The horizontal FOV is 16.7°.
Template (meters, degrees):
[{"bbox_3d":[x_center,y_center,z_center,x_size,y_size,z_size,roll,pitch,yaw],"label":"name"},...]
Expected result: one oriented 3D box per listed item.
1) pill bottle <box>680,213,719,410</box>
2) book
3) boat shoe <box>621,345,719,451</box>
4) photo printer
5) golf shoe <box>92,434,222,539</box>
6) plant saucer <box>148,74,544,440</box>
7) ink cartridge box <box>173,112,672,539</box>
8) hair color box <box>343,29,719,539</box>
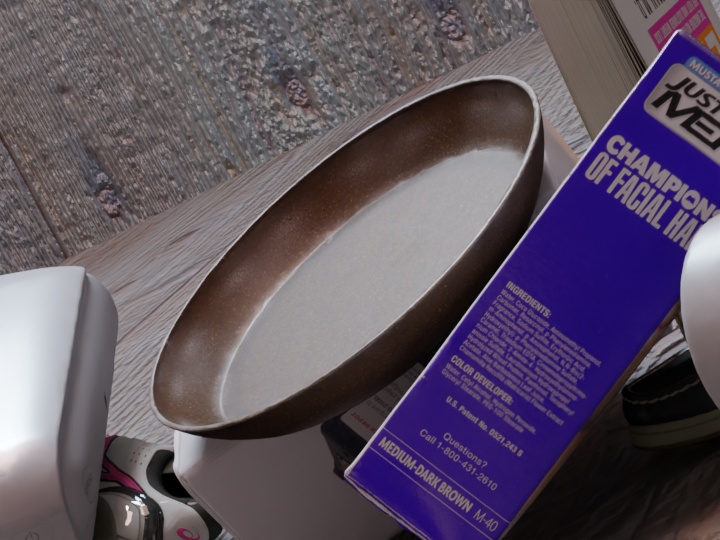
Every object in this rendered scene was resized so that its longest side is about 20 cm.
[{"bbox_3d":[0.204,-0.004,0.774,0.200,0.113,0.113,-20,11,43],"label":"pill bottle"},{"bbox_3d":[0.144,-0.079,1.124,0.048,0.200,0.134,-24,9,29],"label":"book"},{"bbox_3d":[0.184,0.002,0.967,0.200,0.065,0.073,-30,10,-7],"label":"boat shoe"},{"bbox_3d":[-0.201,0.083,1.161,0.166,0.070,0.200,-11,30,6],"label":"photo printer"},{"bbox_3d":[-0.116,0.120,1.229,0.092,0.073,0.200,-24,17,-5],"label":"golf shoe"},{"bbox_3d":[0.000,0.000,0.990,0.200,0.032,0.200,-36,21,17],"label":"plant saucer"},{"bbox_3d":[0.021,0.029,1.062,0.200,0.084,0.145,-37,19,11],"label":"ink cartridge box"},{"bbox_3d":[0.082,0.012,0.913,0.200,0.065,0.109,-55,-7,4],"label":"hair color box"}]
